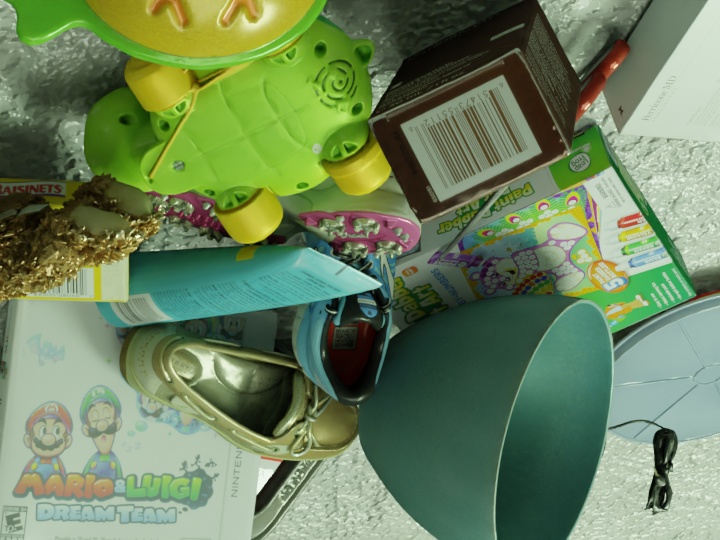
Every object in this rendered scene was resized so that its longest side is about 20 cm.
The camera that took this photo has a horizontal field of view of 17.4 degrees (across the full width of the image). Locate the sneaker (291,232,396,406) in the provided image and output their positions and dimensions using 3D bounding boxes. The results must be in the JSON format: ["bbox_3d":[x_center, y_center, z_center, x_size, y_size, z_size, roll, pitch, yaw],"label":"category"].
[{"bbox_3d":[0.000,0.000,1.570,0.078,0.090,0.200,-5,115,-12],"label":"sneaker"}]

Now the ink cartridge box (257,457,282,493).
[{"bbox_3d":[-0.132,0.152,1.805,0.161,0.050,0.200,13,138,-35],"label":"ink cartridge box"}]

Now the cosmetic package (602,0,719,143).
[{"bbox_3d":[0.267,-0.164,1.523,0.151,0.052,0.200,2,141,-26],"label":"cosmetic package"}]

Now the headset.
[{"bbox_3d":[0.146,0.138,1.808,0.200,0.094,0.123,0,168,26],"label":"headset"}]

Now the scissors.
[{"bbox_3d":[0.116,-0.079,1.575,0.014,0.073,0.200,36,132,-4],"label":"scissors"}]

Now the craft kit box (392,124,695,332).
[{"bbox_3d":[0.119,-0.001,1.697,0.197,0.049,0.200,-23,144,15],"label":"craft kit box"}]

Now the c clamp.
[{"bbox_3d":[-0.085,0.125,1.728,0.200,0.027,0.171,-49,131,-12],"label":"c clamp"}]

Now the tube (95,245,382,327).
[{"bbox_3d":[-0.088,0.007,1.541,0.200,0.050,0.077,-5,164,38],"label":"tube"}]

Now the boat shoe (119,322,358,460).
[{"bbox_3d":[-0.073,0.087,1.640,0.201,0.073,0.063,28,170,-34],"label":"boat shoe"}]

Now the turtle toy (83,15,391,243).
[{"bbox_3d":[-0.080,-0.099,1.430,0.200,0.101,0.146,-23,121,15],"label":"turtle toy"}]

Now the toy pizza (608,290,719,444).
[{"bbox_3d":[0.272,0.071,1.865,0.200,0.032,0.200,-11,144,-8],"label":"toy pizza"}]

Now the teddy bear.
[{"bbox_3d":[-0.213,-0.005,1.409,0.200,0.145,0.067,-17,108,-1],"label":"teddy bear"}]

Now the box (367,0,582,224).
[{"bbox_3d":[0.073,-0.100,1.414,0.100,0.200,0.075,-25,99,12],"label":"box"}]

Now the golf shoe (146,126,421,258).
[{"bbox_3d":[-0.049,-0.062,1.511,0.200,0.092,0.075,6,161,19],"label":"golf shoe"}]

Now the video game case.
[{"bbox_3d":[-0.160,0.109,1.647,0.200,0.182,0.024,6,-177,-28],"label":"video game case"}]

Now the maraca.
[{"bbox_3d":[-0.112,-0.178,1.295,0.200,0.137,0.107,0,169,-12],"label":"maraca"}]

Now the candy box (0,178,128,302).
[{"bbox_3d":[-0.248,-0.021,1.506,0.200,0.026,0.102,2,140,-5],"label":"candy box"}]

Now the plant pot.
[{"bbox_3d":[0.078,0.104,1.655,0.135,0.200,0.200,13,155,26],"label":"plant pot"}]
